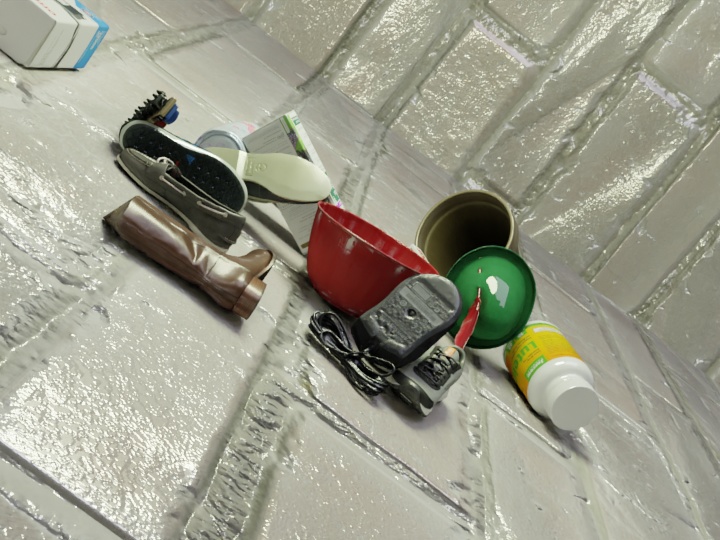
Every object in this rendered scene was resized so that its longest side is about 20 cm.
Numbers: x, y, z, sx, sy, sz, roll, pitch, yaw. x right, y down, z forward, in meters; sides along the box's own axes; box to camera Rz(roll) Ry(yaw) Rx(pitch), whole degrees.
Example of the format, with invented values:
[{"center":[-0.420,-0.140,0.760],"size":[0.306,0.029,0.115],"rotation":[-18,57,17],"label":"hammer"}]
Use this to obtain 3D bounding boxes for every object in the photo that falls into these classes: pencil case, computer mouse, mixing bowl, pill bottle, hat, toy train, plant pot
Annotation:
[{"center":[-0.198,-0.184,1.907],"size":[0.091,0.083,0.200],"rotation":[44,12,-4],"label":"pencil case"},{"center":[0.042,0.074,1.566],"size":[0.139,0.200,0.053],"rotation":[48,-28,23],"label":"computer mouse"},{"center":[0.000,0.000,1.733],"size":[0.200,0.109,0.200],"rotation":[30,10,-6],"label":"mixing bowl"},{"center":[0.314,0.174,2.012],"size":[0.111,0.111,0.200],"rotation":[32,14,-25],"label":"pill bottle"},{"center":[0.220,0.070,1.951],"size":[0.165,0.200,0.176],"rotation":[25,3,-15],"label":"hat"},{"center":[-0.289,-0.214,1.714],"size":[0.046,0.034,0.200],"rotation":[42,-15,-14],"label":"toy train"},{"center":[0.226,-0.025,2.348],"size":[0.200,0.200,0.174],"rotation":[49,0,40],"label":"plant pot"}]

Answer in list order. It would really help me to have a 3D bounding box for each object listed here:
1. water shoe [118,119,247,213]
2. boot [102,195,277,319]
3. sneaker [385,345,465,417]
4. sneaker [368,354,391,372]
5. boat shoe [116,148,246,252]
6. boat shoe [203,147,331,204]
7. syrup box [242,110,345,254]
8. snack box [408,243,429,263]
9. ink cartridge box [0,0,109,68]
[{"center":[-0.241,-0.150,1.700],"size":[0.200,0.072,0.079],"rotation":[35,6,-22],"label":"water shoe"},{"center":[-0.201,-0.035,1.453],"size":[0.200,0.064,0.186],"rotation":[32,12,-9],"label":"boot"},{"center":[0.089,0.134,1.607],"size":[0.074,0.079,0.200],"rotation":[42,14,8],"label":"sneaker"},{"center":[0.074,0.082,1.698],"size":[0.071,0.099,0.200],"rotation":[40,12,12],"label":"sneaker"},{"center":[-0.230,-0.105,1.604],"size":[0.200,0.057,0.067],"rotation":[41,13,12],"label":"boat shoe"},{"center":[-0.141,-0.128,1.767],"size":[0.199,0.071,0.063],"rotation":[10,-29,1],"label":"boat shoe"},{"center":[-0.093,-0.133,1.859],"size":[0.200,0.081,0.079],"rotation":[62,12,-7],"label":"syrup box"},{"center":[0.094,0.029,1.997],"size":[0.024,0.072,0.200],"rotation":[34,13,-26],"label":"snack box"},{"center":[-0.473,-0.367,1.780],"size":[0.145,0.084,0.200],"rotation":[38,13,2],"label":"ink cartridge box"}]
